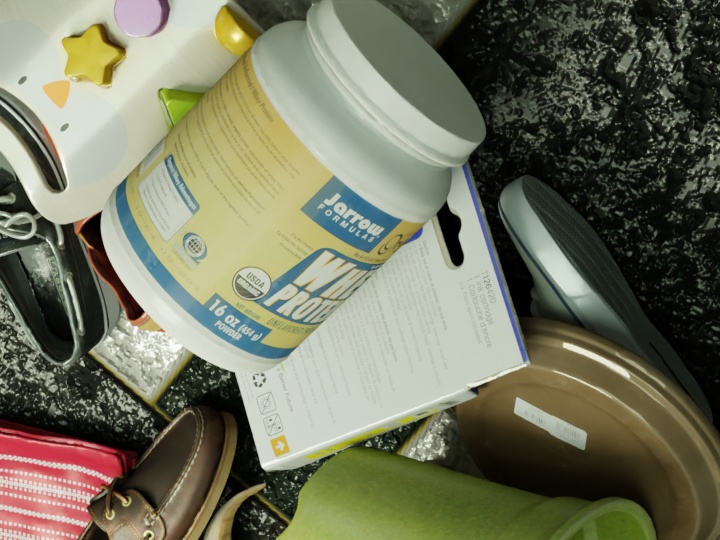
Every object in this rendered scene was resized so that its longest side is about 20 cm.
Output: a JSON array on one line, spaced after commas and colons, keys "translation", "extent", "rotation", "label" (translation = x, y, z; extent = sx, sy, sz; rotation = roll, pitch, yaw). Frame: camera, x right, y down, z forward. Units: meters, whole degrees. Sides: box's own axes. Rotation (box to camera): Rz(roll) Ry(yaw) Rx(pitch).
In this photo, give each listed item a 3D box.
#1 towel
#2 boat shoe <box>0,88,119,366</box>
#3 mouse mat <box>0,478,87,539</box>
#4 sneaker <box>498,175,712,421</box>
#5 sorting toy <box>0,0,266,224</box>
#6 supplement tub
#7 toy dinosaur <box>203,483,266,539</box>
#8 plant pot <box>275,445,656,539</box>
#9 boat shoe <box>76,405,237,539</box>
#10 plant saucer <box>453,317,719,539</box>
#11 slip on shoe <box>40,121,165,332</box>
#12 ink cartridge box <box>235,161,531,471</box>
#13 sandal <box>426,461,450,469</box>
[{"translation": [-0.229, 0.199, 1.645], "extent": [0.145, 0.022, 0.200], "rotation": [12, 114, 15], "label": "towel"}, {"translation": [-0.227, -0.031, 1.531], "extent": [0.074, 0.068, 0.199], "rotation": [-13, 106, 23], "label": "boat shoe"}, {"translation": [-0.278, 0.232, 1.690], "extent": [0.161, 0.008, 0.200], "rotation": [15, 114, 13], "label": "mouse mat"}, {"translation": [0.134, 0.037, 1.426], "extent": [0.071, 0.073, 0.200], "rotation": [-31, 98, 24], "label": "sneaker"}, {"translation": [-0.159, -0.128, 1.419], "extent": [0.180, 0.107, 0.200], "rotation": [-42, 93, 7], "label": "sorting toy"}, {"translation": [-0.039, -0.053, 1.356], "extent": [0.145, 0.145, 0.200], "rotation": [45, 110, -2], "label": "supplement tub"}, {"translation": [-0.099, 0.215, 1.600], "extent": [0.106, 0.060, 0.200], "rotation": [-4, 120, 8], "label": "toy dinosaur"}, {"translation": [0.051, 0.200, 1.421], "extent": [0.184, 0.200, 0.201], "rotation": [22, 118, 31], "label": "plant pot"}, {"translation": [-0.153, 0.174, 1.564], "extent": [0.070, 0.070, 0.200], "rotation": [22, 106, -25], "label": "boat shoe"}, {"translation": [0.137, 0.111, 1.430], "extent": [0.200, 0.029, 0.200], "rotation": [26, 145, 20], "label": "plant saucer"}, {"translation": [-0.155, -0.045, 1.476], "extent": [0.074, 0.061, 0.200], "rotation": [-43, 66, 34], "label": "slip on shoe"}, {"translation": [0.000, 0.000, 1.438], "extent": [0.200, 0.047, 0.198], "rotation": [-22, 77, 25], "label": "ink cartridge box"}, {"translation": [0.008, 0.227, 1.549], "extent": [0.078, 0.070, 0.212], "rotation": [27, 117, 8], "label": "sandal"}]
